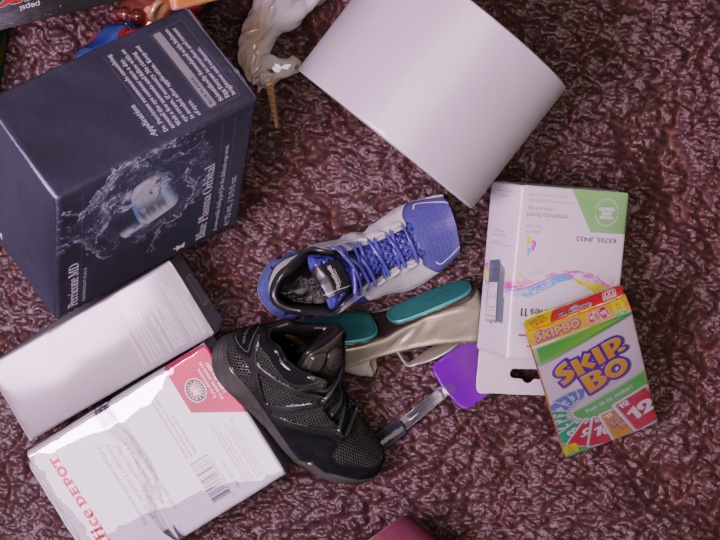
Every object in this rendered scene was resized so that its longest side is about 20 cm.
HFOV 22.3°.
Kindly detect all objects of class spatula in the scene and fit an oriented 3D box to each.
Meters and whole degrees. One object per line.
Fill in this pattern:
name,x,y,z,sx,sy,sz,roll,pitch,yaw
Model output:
spatula,0.052,0.138,1.739,0.200,0.021,0.057,-39,81,5

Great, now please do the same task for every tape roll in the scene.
tape roll,0.064,-0.171,1.625,0.202,0.203,0.139,38,94,-3

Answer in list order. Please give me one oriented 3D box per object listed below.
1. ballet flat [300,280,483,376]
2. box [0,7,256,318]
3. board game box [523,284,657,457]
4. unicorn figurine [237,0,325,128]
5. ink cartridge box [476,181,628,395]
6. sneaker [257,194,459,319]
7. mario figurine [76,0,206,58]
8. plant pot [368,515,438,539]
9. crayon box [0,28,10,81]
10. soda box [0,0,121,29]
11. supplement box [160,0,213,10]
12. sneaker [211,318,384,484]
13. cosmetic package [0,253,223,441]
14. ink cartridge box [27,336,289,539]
ballet flat,0.023,0.067,1.717,0.199,0.069,0.070,-14,95,0
box,-0.207,-0.090,1.569,0.199,0.197,0.118,-29,67,-24
board game box,0.212,0.094,1.671,0.095,0.030,0.200,-21,136,1
unicorn figurine,-0.067,-0.256,1.665,0.137,0.074,0.201,-29,117,-9
ink cartridge box,0.176,0.022,1.691,0.117,0.067,0.201,2,95,-23
sneaker,-0.001,0.000,1.681,0.199,0.115,0.081,-21,95,1
mario figurine,-0.207,-0.188,1.666,0.123,0.106,0.200,34,69,26
plant pot,0.050,0.335,1.681,0.200,0.200,0.179,-39,79,3
crayon box,-0.403,-0.142,1.696,0.118,0.058,0.201,10,94,-1
soda box,-0.301,-0.263,1.621,0.199,0.063,0.071,-14,132,-3
supplement box,-0.081,-0.282,1.571,0.199,0.067,0.069,-15,110,-14
sneaker,-0.033,0.118,1.660,0.114,0.076,0.199,-25,116,43
cosmetic package,-0.236,0.068,1.691,0.199,0.107,0.090,-32,95,4
ink cartridge box,-0.188,0.175,1.710,0.199,0.083,0.146,-31,94,3
